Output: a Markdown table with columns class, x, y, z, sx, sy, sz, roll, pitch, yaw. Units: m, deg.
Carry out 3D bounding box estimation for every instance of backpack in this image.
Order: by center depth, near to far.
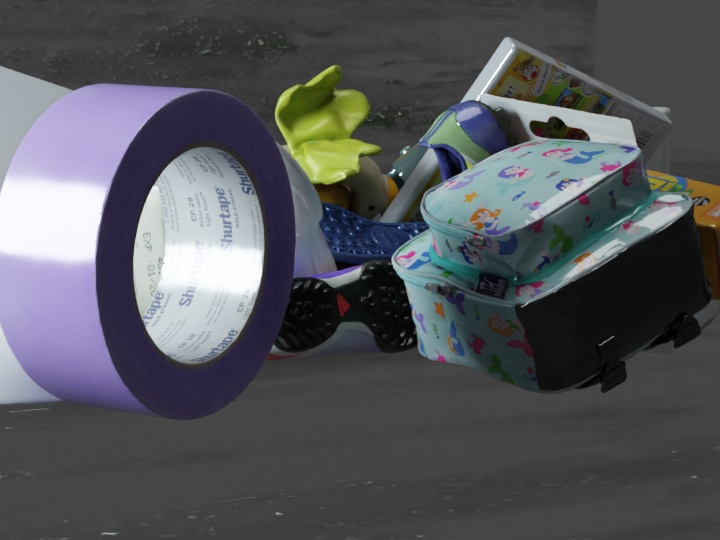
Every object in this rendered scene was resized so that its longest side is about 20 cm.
| class | x | y | z | sx | sy | sz | roll | pitch | yaw |
| --- | --- | --- | --- | --- | --- | --- | --- | --- | --- |
| backpack | 0.121 | -0.004 | 1.600 | 0.177 | 0.151 | 0.199 | -30 | 17 | -29 |

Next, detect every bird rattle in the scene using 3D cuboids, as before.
| class | x | y | z | sx | sy | sz | roll | pitch | yaw |
| --- | --- | --- | --- | --- | --- | --- | --- | --- | --- |
| bird rattle | -0.059 | -0.060 | 1.840 | 0.199 | 0.113 | 0.163 | -33 | -39 | 22 |

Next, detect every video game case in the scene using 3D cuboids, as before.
| class | x | y | z | sx | sy | sz | roll | pitch | yaw |
| --- | --- | --- | --- | --- | --- | --- | --- | --- | --- |
| video game case | 0.133 | -0.075 | 1.868 | 0.181 | 0.201 | 0.023 | 21 | 24 | -34 |

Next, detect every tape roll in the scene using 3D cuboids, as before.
| class | x | y | z | sx | sy | sz | roll | pitch | yaw |
| --- | --- | --- | --- | --- | --- | --- | --- | --- | --- |
| tape roll | -0.129 | -0.013 | 1.404 | 0.084 | 0.202 | 0.199 | 7 | 8 | 33 |

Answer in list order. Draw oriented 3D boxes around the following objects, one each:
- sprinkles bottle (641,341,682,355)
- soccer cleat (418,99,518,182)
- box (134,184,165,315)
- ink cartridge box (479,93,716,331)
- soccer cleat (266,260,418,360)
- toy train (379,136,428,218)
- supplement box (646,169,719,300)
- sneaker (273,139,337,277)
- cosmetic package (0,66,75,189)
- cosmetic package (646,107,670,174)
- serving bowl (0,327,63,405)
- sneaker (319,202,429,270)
| class | x | y | z | sx | sy | sz | roll | pitch | yaw |
| --- | --- | --- | --- | --- | --- | --- | --- | --- | --- |
| sprinkles bottle | 0.146 | 0.023 | 1.733 | 0.199 | 0.069 | 0.068 | 4 | 7 | 21 |
| soccer cleat | 0.099 | -0.036 | 1.791 | 0.083 | 0.201 | 0.065 | -33 | 24 | -25 |
| box | -0.161 | -0.010 | 1.696 | 0.127 | 0.110 | 0.200 | -8 | 4 | 17 |
| ink cartridge box | 0.187 | -0.050 | 1.794 | 0.162 | 0.201 | 0.057 | 14 | 37 | 44 |
| soccer cleat | -0.026 | 0.032 | 1.657 | 0.073 | 0.069 | 0.199 | -11 | -4 | 40 |
| toy train | 0.095 | -0.103 | 1.921 | 0.200 | 0.085 | 0.114 | -37 | -8 | 11 |
| supplement box | 0.197 | -0.037 | 1.689 | 0.199 | 0.069 | 0.066 | 17 | 37 | 35 |
| sneaker | -0.076 | -0.026 | 1.633 | 0.088 | 0.201 | 0.075 | -40 | 52 | -16 |
| cosmetic package | -0.346 | -0.078 | 1.844 | 0.164 | 0.166 | 0.199 | 16 | -10 | -39 |
| cosmetic package | 0.190 | -0.064 | 2.070 | 0.166 | 0.168 | 0.200 | 3 | 8 | 12 |
| serving bowl | -0.247 | 0.040 | 1.510 | 0.198 | 0.066 | 0.200 | 1 | 7 | 0 |
| sneaker | 0.000 | 0.000 | 1.797 | 0.199 | 0.078 | 0.070 | 8 | 35 | -29 |
